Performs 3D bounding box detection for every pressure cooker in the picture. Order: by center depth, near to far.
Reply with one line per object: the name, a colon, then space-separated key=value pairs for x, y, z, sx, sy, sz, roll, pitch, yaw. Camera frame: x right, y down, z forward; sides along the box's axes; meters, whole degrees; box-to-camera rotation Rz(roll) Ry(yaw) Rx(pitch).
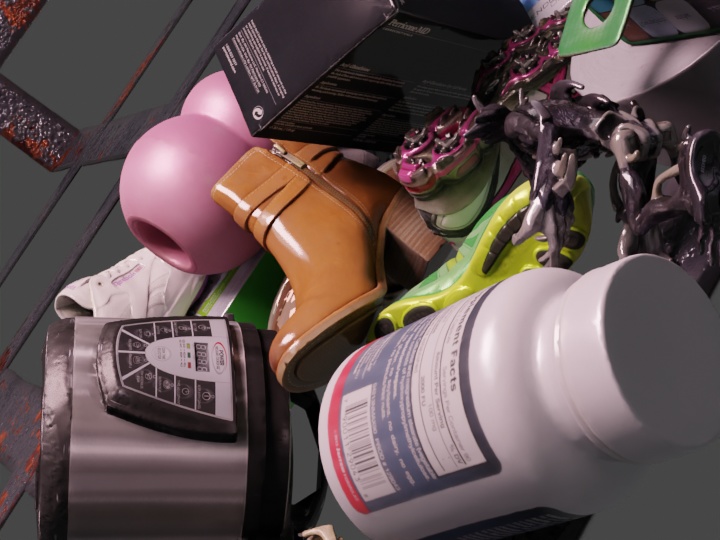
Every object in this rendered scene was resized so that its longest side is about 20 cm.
pressure cooker: x=-0.119 y=0.118 z=0.912 sx=0.179 sy=0.197 sz=0.179 roll=-166 pitch=79 yaw=-78

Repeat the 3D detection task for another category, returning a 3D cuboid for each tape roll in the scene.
tape roll: x=0.218 y=-0.162 z=0.796 sx=0.200 sy=0.066 sz=0.201 roll=-44 pitch=23 yaw=23

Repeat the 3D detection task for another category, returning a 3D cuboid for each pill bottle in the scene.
pill bottle: x=0.080 y=0.067 z=0.664 sx=0.199 sy=0.119 sz=0.121 roll=-28 pitch=33 yaw=48

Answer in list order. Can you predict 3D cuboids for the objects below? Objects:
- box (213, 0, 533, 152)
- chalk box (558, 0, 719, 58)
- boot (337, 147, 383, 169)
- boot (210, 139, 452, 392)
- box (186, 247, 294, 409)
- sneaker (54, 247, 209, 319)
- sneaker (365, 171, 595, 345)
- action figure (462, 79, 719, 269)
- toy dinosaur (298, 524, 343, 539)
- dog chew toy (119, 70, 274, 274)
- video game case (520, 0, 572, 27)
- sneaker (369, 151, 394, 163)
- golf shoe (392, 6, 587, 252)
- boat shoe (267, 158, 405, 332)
box: x=0.018 y=-0.155 z=0.939 sx=0.141 sy=0.199 sz=0.080 roll=-34 pitch=72 yaw=31
chalk box: x=0.161 y=-0.208 z=0.722 sx=0.201 sy=0.123 sz=0.125 roll=-57 pitch=21 yaw=-10
boot: x=-0.028 y=-0.133 z=1.124 sx=0.200 sy=0.069 sz=0.134 roll=14 pitch=93 yaw=65
boot: x=-0.042 y=-0.018 z=0.909 sx=0.200 sy=0.155 sz=0.077 roll=-45 pitch=-16 yaw=-37
box: x=-0.094 y=0.032 z=1.119 sx=0.201 sy=0.096 sz=0.176 roll=-57 pitch=21 yaw=-8
sneaker: x=-0.181 y=0.016 z=1.064 sx=0.075 sy=0.099 sz=0.201 roll=-35 pitch=28 yaw=43
sneaker: x=0.081 y=0.012 z=0.841 sx=0.200 sy=0.074 sz=0.083 roll=-44 pitch=-4 yaw=34
action figure: x=0.129 y=-0.042 z=0.699 sx=0.199 sy=0.118 sz=0.103 roll=26 pitch=114 yaw=54
toy dinosaur: x=-0.010 y=0.203 z=0.763 sx=0.200 sy=0.058 sz=0.102 roll=-47 pitch=35 yaw=39
dog chew toy: x=-0.097 y=-0.096 z=1.038 sx=0.201 sy=0.124 sz=0.124 roll=-56 pitch=21 yaw=-21
video game case: x=0.150 y=-0.245 z=1.053 sx=0.181 sy=0.045 sz=0.201 roll=-41 pitch=35 yaw=28
sneaker: x=0.038 y=-0.122 z=1.137 sx=0.083 sy=0.074 sz=0.200 roll=-67 pitch=13 yaw=-4
golf shoe: x=0.109 y=-0.098 z=0.903 sx=0.200 sy=0.092 sz=0.072 roll=-44 pitch=31 yaw=-15
boat shoe: x=0.000 y=0.000 z=1.004 sx=0.201 sy=0.075 sz=0.072 roll=-58 pitch=23 yaw=-6
